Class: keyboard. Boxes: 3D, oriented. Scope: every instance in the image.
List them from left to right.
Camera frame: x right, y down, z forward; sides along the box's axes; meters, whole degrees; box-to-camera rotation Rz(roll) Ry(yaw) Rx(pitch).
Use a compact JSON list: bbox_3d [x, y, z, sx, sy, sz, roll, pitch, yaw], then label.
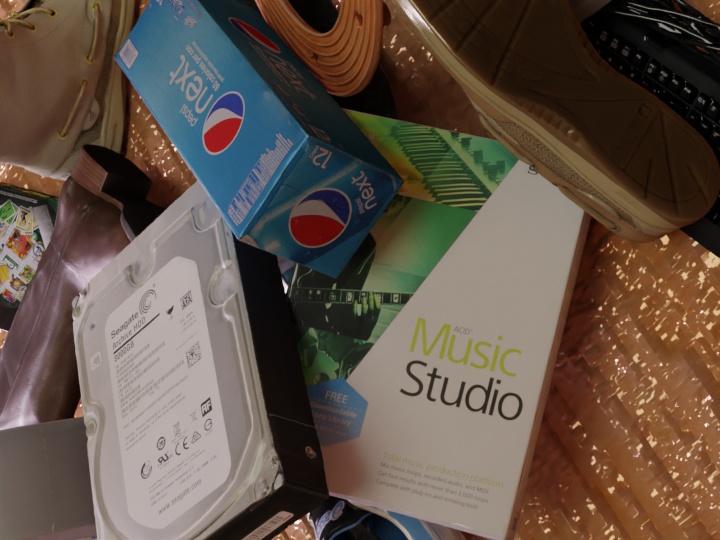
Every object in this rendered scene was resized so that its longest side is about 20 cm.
[{"bbox_3d":[0.137,-0.098,0.780,0.200,0.040,0.104,41,115,32],"label":"keyboard"}]

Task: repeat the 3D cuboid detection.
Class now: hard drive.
[{"bbox_3d":[-0.091,0.062,0.806,0.140,0.038,0.201,-38,47,30],"label":"hard drive"}]

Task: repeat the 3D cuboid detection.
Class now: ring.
[{"bbox_3d":[-0.034,-0.189,0.810,0.201,0.019,0.201,54,156,36],"label":"ring"}]

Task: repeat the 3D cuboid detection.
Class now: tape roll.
[{"bbox_3d":[-0.209,0.147,0.961,0.200,0.200,0.066,-26,72,37],"label":"tape roll"}]

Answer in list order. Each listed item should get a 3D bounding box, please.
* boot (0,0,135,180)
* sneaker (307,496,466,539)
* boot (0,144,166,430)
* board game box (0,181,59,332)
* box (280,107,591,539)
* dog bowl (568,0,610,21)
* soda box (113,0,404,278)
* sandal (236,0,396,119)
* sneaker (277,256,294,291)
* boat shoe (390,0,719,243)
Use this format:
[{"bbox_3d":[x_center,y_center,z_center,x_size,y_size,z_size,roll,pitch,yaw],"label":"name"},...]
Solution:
[{"bbox_3d":[-0.228,-0.161,1.016,0.072,0.154,0.201,0,89,40],"label":"boot"},{"bbox_3d":[-0.008,0.119,0.876,0.200,0.072,0.072,51,121,31],"label":"sneaker"},{"bbox_3d":[-0.171,0.045,0.986,0.201,0.064,0.186,-63,37,17],"label":"boot"},{"bbox_3d":[-0.212,0.002,1.084,0.199,0.023,0.105,15,97,40],"label":"board game box"},{"bbox_3d":[0.032,0.025,0.798,0.144,0.036,0.201,12,79,13],"label":"box"},{"bbox_3d":[0.081,-0.224,0.795,0.200,0.059,0.201,-15,69,45],"label":"dog bowl"},{"bbox_3d":[-0.059,-0.082,0.811,0.064,0.068,0.200,-54,41,16],"label":"soda box"},{"bbox_3d":[-0.028,-0.114,0.909,0.075,0.048,0.201,-18,55,-4],"label":"sandal"},{"bbox_3d":[0.000,0.000,0.872,0.199,0.070,0.094,25,111,41],"label":"sneaker"},{"bbox_3d":[0.081,-0.086,0.746,0.200,0.071,0.065,44,154,-2],"label":"boat shoe"}]
